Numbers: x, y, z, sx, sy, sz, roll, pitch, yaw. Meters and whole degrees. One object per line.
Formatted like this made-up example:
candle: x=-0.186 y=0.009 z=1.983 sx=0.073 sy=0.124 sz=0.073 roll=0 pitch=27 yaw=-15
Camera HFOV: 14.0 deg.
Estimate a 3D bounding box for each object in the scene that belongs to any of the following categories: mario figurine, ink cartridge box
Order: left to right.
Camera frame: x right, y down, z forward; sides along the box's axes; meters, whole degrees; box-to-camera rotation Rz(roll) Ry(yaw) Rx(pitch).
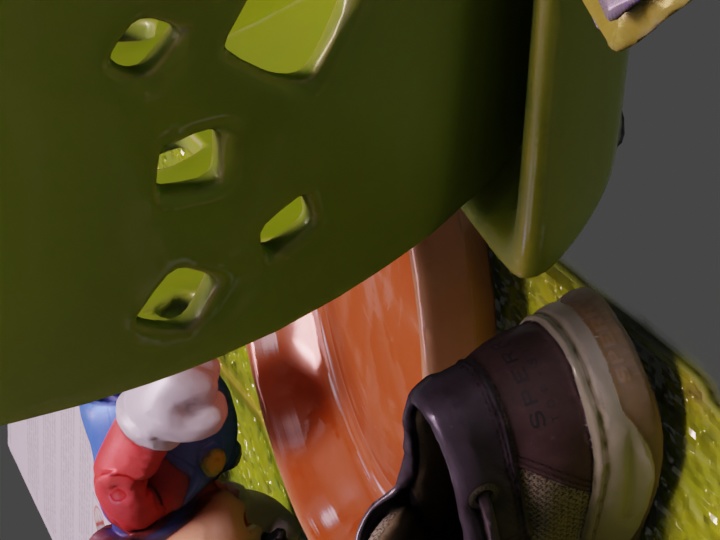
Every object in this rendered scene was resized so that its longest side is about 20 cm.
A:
ink cartridge box: x=-0.103 y=0.070 z=1.249 sx=0.200 sy=0.047 sz=0.160 roll=-126 pitch=31 yaw=-46
mario figurine: x=-0.049 y=0.064 z=0.995 sx=0.106 sy=0.123 sz=0.200 roll=-9 pitch=92 yaw=41

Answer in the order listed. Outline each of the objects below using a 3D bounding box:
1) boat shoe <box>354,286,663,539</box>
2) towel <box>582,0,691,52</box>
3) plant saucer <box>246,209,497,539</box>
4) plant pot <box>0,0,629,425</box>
boat shoe: x=0.029 y=0.082 z=0.772 sx=0.200 sy=0.065 sz=0.072 roll=102 pitch=152 yaw=-51
towel: x=0.045 y=-0.152 z=0.522 sx=0.144 sy=0.023 sz=0.200 roll=-27 pitch=88 yaw=52
plant saucer: x=0.000 y=0.000 z=0.884 sx=0.200 sy=0.032 sz=0.200 roll=172 pitch=90 yaw=-73
plant pot: x=-0.040 y=-0.103 z=0.700 sx=0.199 sy=0.181 sz=0.200 roll=-121 pitch=28 yaw=-52
